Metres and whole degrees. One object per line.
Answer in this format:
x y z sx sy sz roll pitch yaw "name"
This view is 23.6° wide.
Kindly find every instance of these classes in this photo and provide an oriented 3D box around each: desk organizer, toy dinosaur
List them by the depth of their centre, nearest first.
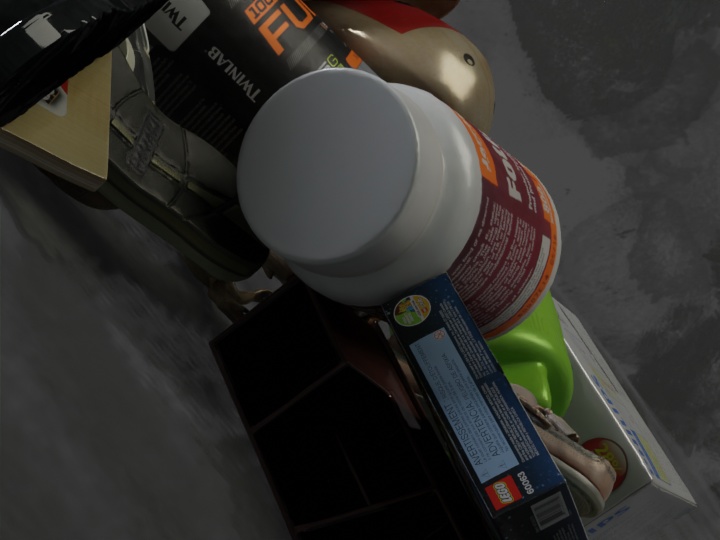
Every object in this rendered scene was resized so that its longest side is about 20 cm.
-0.001 0.101 0.865 0.077 0.072 0.200 40 16 -48 "desk organizer"
-0.083 -0.012 0.964 0.101 0.058 0.200 42 -2 16 "toy dinosaur"

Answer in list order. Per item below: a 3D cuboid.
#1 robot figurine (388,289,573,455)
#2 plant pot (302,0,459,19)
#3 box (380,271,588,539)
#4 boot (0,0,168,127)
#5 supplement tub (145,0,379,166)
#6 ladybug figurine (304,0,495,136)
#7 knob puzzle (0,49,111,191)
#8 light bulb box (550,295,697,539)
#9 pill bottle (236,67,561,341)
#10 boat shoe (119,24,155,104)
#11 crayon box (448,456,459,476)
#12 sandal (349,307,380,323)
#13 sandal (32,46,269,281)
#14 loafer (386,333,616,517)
0.079 0.046 1.178 0.200 0.115 0.176 -99 -179 -49 "robot figurine"
-0.029 -0.205 1.181 0.200 0.200 0.028 34 56 -65 "plant pot"
0.076 0.112 0.858 0.137 0.038 0.200 61 -2 41 "box"
-0.166 -0.150 0.713 0.162 0.073 0.198 48 24 -7 "boot"
-0.081 -0.125 1.065 0.200 0.123 0.123 43 11 -8 "supplement tub"
0.017 -0.134 1.163 0.200 0.072 0.136 25 -24 43 "ladybug figurine"
-0.199 -0.132 0.751 0.220 0.030 0.220 33 34 -26 "knob puzzle"
0.147 0.126 1.349 0.198 0.125 0.200 59 11 21 "light bulb box"
0.023 -0.031 0.891 0.114 0.114 0.200 58 14 22 "pill bottle"
-0.160 -0.144 0.964 0.068 0.072 0.200 53 11 -51 "boat shoe"
0.090 0.212 0.983 0.126 0.052 0.200 45 13 -45 "crayon box"
0.000 0.000 1.054 0.055 0.082 0.200 32 31 -11 "sandal"
-0.129 -0.060 0.835 0.201 0.057 0.080 46 38 -16 "sandal"
0.073 0.084 1.031 0.200 0.063 0.072 19 -30 39 "loafer"
